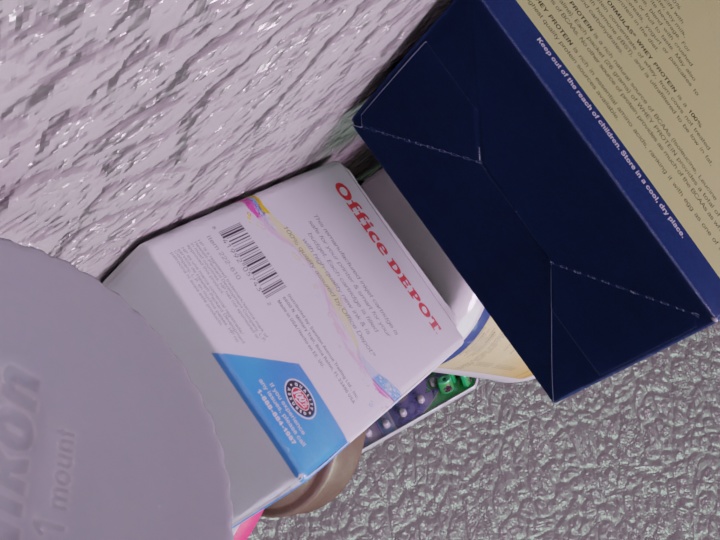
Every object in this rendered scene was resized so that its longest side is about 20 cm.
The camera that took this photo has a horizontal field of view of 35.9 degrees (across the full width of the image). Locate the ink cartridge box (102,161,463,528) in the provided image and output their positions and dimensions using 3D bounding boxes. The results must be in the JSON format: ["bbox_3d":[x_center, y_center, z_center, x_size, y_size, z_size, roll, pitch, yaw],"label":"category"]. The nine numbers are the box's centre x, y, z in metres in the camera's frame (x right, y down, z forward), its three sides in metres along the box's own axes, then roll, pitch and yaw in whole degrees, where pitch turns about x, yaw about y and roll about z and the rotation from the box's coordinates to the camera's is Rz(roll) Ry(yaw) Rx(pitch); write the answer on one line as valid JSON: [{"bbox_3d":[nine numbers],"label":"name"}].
[{"bbox_3d":[-0.044,0.034,0.648,0.084,0.145,0.199,-38,176,36],"label":"ink cartridge box"}]

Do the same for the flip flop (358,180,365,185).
[{"bbox_3d":[0.000,0.000,0.917,0.080,0.058,0.202,-12,140,0],"label":"flip flop"}]

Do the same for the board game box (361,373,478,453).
[{"bbox_3d":[-0.012,0.081,1.110,0.198,0.201,0.026,-29,143,-2],"label":"board game box"}]

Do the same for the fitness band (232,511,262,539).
[{"bbox_3d":[-0.130,0.145,0.802,0.037,0.144,0.202,12,116,-51],"label":"fitness band"}]

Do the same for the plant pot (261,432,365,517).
[{"bbox_3d":[-0.120,0.128,0.978,0.173,0.203,0.200,-4,152,-50],"label":"plant pot"}]

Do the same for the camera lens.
[{"bbox_3d":[-0.152,0.102,0.350,0.199,0.161,0.159,-39,175,35],"label":"camera lens"}]

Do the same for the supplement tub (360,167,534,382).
[{"bbox_3d":[0.086,0.007,0.820,0.144,0.146,0.198,-38,148,30],"label":"supplement tub"}]

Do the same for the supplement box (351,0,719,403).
[{"bbox_3d":[0.143,-0.077,0.624,0.199,0.201,0.134,-35,178,-36],"label":"supplement box"}]
